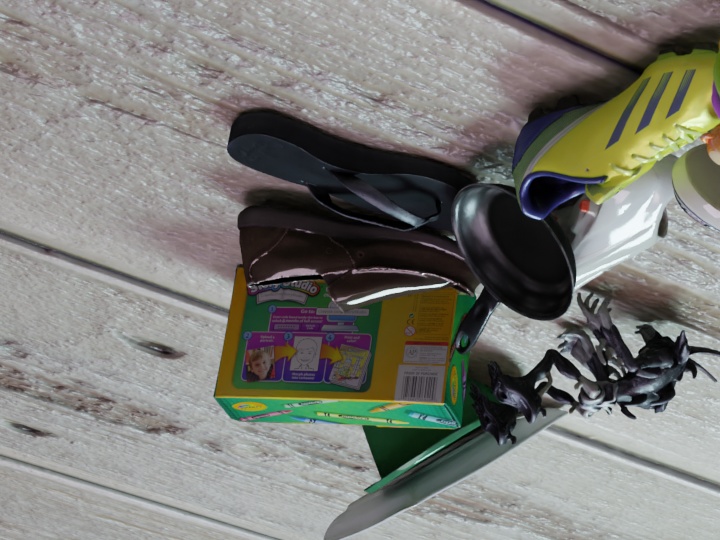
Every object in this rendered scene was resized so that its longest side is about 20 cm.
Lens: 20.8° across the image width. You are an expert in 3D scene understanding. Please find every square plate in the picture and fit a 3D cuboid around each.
[{"bbox_3d":[0.073,0.191,1.855,0.200,0.029,0.198,-26,176,-32],"label":"square plate"}]

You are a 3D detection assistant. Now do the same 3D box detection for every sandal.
[{"bbox_3d":[-0.005,-0.060,1.430,0.199,0.043,0.076,16,155,-17],"label":"sandal"}]

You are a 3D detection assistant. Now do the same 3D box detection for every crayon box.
[{"bbox_3d":[-0.012,0.062,1.608,0.199,0.119,0.058,1,155,17],"label":"crayon box"}]

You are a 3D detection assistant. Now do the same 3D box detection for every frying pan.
[{"bbox_3d":[0.115,0.011,1.425,0.115,0.031,0.191,31,145,33],"label":"frying pan"}]

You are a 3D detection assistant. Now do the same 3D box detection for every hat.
[{"bbox_3d":[0.026,0.089,1.773,0.200,0.176,0.166,-29,173,-20],"label":"hat"}]

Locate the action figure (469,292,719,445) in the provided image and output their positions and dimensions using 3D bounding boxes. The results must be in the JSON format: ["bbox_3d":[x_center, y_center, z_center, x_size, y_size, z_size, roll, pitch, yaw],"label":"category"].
[{"bbox_3d":[0.193,0.074,1.601,0.199,0.102,0.119,-13,152,-17],"label":"action figure"}]

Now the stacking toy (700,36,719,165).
[{"bbox_3d":[0.243,-0.112,1.137,0.116,0.110,0.200,11,152,-6],"label":"stacking toy"}]

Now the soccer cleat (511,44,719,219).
[{"bbox_3d":[0.177,-0.084,1.267,0.065,0.084,0.200,26,150,-33],"label":"soccer cleat"}]

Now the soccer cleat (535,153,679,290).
[{"bbox_3d":[0.178,-0.027,1.417,0.077,0.070,0.200,10,153,-11],"label":"soccer cleat"}]

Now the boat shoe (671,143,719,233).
[{"bbox_3d":[0.276,-0.023,1.362,0.199,0.075,0.093,17,143,-27],"label":"boat shoe"}]

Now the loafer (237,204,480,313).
[{"bbox_3d":[0.000,0.000,1.510,0.199,0.071,0.073,9,173,8],"label":"loafer"}]
